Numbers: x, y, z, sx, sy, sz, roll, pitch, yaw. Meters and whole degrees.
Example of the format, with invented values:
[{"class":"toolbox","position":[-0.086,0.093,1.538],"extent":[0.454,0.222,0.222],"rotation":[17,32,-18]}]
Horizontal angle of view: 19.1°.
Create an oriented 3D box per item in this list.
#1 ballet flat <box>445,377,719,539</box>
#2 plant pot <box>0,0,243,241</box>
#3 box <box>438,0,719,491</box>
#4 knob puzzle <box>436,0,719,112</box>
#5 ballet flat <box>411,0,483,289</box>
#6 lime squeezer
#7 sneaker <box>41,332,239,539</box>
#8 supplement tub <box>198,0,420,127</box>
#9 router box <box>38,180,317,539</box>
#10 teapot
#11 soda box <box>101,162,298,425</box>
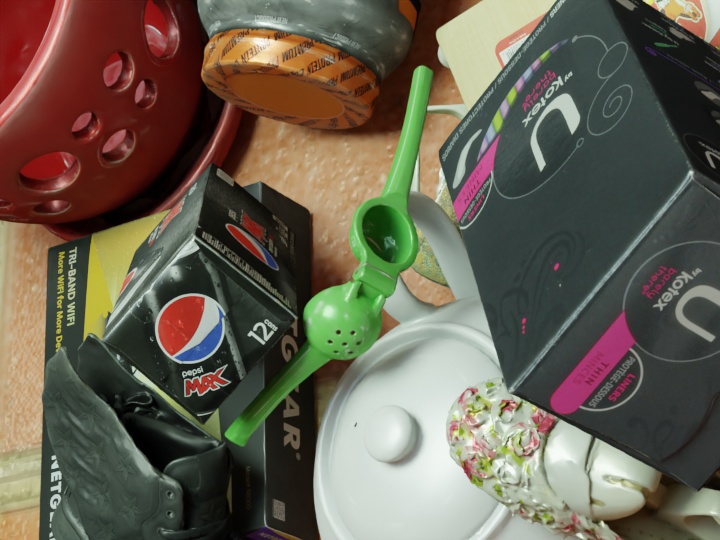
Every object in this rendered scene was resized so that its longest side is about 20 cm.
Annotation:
[{"class":"ballet flat","position":[0.134,0.098,0.937],"extent":[0.076,0.199,0.064],"rotation":[-68,12,-17]},{"class":"plant pot","position":[-0.182,-0.118,1.244],"extent":[0.199,0.182,0.202],"rotation":[-13,64,30]},{"class":"box","position":[0.120,-0.024,0.924],"extent":[0.122,0.106,0.200],"rotation":[-52,24,21]},{"class":"knob puzzle","position":[0.150,-0.071,1.044],"extent":[0.218,0.030,0.222],"rotation":[1,93,31]},{"class":"ballet flat","position":[0.065,-0.089,1.126],"extent":[0.070,0.071,0.201],"rotation":[10,80,37]},{"class":"lime squeezer","position":[0.000,0.000,0.993],"extent":[0.201,0.038,0.071],"rotation":[-63,8,0]},{"class":"sneaker","position":[-0.091,0.130,1.088],"extent":[0.199,0.060,0.105],"rotation":[39,122,15]},{"class":"supplement tub","position":[-0.019,-0.189,1.187],"extent":[0.122,0.122,0.201],"rotation":[4,74,36]},{"class":"router box","position":[-0.103,0.067,1.197],"extent":[0.156,0.052,0.201],"rotation":[-16,63,29]},{"class":"teapot","position":[0.048,0.090,1.022],"extent":[0.200,0.146,0.198],"rotation":[32,91,40]},{"class":"soda box","position":[-0.075,0.007,1.055],"extent":[0.071,0.063,0.200],"rotation":[-48,9,8]}]
